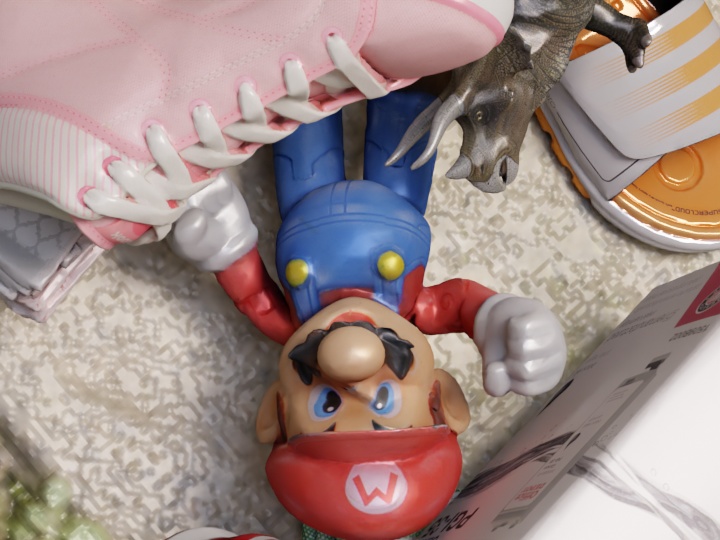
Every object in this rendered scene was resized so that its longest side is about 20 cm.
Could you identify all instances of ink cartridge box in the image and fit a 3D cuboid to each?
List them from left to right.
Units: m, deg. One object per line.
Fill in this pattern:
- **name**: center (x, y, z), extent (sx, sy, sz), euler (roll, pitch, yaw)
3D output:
- **ink cartridge box**: center (0.096, 0.090, 0.982), extent (0.083, 0.147, 0.200), euler (47, 71, -5)

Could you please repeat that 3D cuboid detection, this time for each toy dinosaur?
- **toy dinosaur**: center (0.057, -0.126, 1.020), extent (0.102, 0.077, 0.200), euler (3, 55, -18)

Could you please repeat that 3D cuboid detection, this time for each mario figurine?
- **mario figurine**: center (0.000, 0.000, 1.002), extent (0.106, 0.123, 0.200), euler (21, 55, -42)

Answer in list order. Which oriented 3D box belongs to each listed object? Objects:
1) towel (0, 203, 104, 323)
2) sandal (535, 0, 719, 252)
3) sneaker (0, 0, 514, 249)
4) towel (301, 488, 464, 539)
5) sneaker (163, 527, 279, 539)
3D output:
- **towel**: center (-0.138, -0.110, 1.020), extent (0.200, 0.032, 0.191), euler (35, 73, 6)
- **sandal**: center (0.096, -0.097, 1.092), extent (0.079, 0.059, 0.207), euler (-37, 91, -19)
- **sneaker**: center (-0.047, -0.056, 0.943), extent (0.200, 0.075, 0.105), euler (1, 75, 18)
- **towel**: center (0.060, 0.179, 1.045), extent (0.149, 0.031, 0.200), euler (-4, 81, -16)
- **sneaker**: center (-0.054, 0.184, 0.942), extent (0.078, 0.115, 0.200), euler (15, 77, -26)
